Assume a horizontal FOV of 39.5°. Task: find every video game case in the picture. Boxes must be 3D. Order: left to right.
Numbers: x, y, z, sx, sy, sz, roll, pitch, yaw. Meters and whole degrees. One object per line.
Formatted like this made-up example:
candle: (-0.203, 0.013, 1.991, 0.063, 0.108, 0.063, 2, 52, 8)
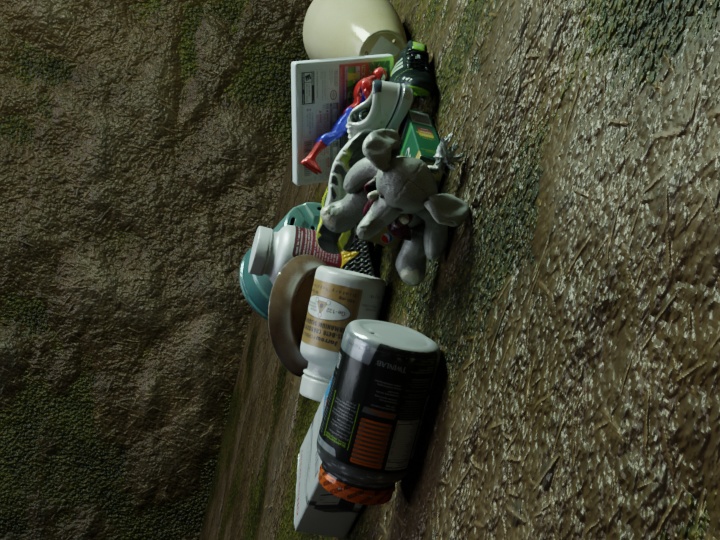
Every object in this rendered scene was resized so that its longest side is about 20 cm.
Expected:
video game case: (-0.029, -0.250, 1.660, 0.023, 0.180, 0.202, 34, 129, 56)

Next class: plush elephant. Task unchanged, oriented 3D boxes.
plush elephant: (0.047, -0.087, 1.241, 0.200, 0.164, 0.155, -50, -9, 14)

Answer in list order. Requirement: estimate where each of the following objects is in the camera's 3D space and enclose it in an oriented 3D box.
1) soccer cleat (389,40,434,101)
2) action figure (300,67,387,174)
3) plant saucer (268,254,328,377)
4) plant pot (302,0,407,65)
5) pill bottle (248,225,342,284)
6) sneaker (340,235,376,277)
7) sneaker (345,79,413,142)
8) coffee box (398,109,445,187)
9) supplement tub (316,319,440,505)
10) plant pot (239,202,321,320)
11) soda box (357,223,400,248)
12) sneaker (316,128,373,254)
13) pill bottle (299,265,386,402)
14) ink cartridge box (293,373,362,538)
soccer cleat: (0.081, -0.317, 1.576, 0.200, 0.067, 0.082, -104, 30, -73)
action figure: (-0.001, -0.230, 1.618, 0.201, 0.099, 0.065, -57, 13, -4)
plant saucer: (-0.076, 0.074, 1.642, 0.032, 0.200, 0.202, -3, 69, 35)
plant pot: (0.009, -0.415, 1.822, 0.200, 0.185, 0.189, -126, 48, -59)
pill bottle: (-0.093, -0.016, 1.774, 0.113, 0.198, 0.114, -167, 90, -79)
sneaker: (0.000, 0.000, 1.684, 0.090, 0.069, 0.202, 46, -142, -64)
sneaker: (0.009, -0.214, 1.532, 0.073, 0.070, 0.201, -87, 21, -47)
coffee box: (0.077, -0.146, 1.459, 0.201, 0.043, 0.124, -97, 22, -61)
supplement tub: (0.017, 0.171, 1.214, 0.123, 0.121, 0.202, -122, 46, -75)
plant pot: (-0.115, -0.021, 1.965, 0.196, 0.198, 0.202, 130, 151, -52)
soda box: (0.033, -0.124, 1.600, 0.201, 0.067, 0.064, -93, 20, -53)
sneaker: (-0.024, -0.128, 1.523, 0.085, 0.074, 0.201, -104, 35, -62)
pill bottle: (-0.033, 0.102, 1.567, 0.114, 0.113, 0.202, -157, 78, -79)
ink cartridge box: (-0.031, 0.270, 1.447, 0.201, 0.083, 0.146, 113, 164, -44)
